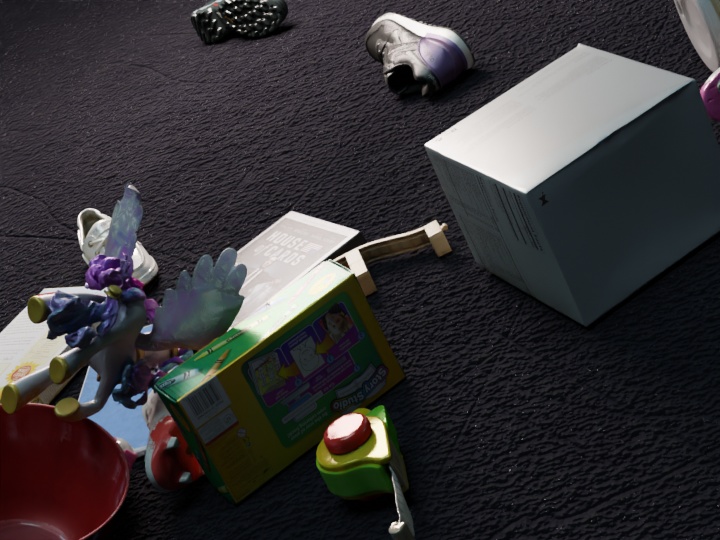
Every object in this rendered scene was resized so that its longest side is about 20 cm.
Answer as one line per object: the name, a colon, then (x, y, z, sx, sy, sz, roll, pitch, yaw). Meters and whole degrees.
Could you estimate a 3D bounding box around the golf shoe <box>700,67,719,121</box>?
golf shoe: (0.416, -0.203, 1.663, 0.199, 0.076, 0.092, -28, 11, -4)

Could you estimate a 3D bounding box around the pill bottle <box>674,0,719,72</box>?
pill bottle: (0.432, -0.296, 1.741, 0.199, 0.120, 0.120, -27, 26, 3)

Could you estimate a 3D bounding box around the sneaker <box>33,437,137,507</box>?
sneaker: (-0.302, 0.185, 1.599, 0.198, 0.089, 0.082, -12, 38, 29)

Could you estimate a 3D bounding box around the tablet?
tablet: (-0.234, 0.125, 1.717, 0.129, 0.014, 0.201, -18, 35, 21)

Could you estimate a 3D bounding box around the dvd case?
dvd case: (-0.106, 0.011, 1.810, 0.200, 0.025, 0.150, -40, 28, -20)

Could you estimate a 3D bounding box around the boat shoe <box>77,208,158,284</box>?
boat shoe: (-0.300, -0.026, 2.011, 0.070, 0.070, 0.200, -33, 27, -15)

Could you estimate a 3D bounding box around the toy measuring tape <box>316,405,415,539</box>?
toy measuring tape: (0.001, 0.172, 1.368, 0.073, 0.074, 0.200, -24, 26, 7)

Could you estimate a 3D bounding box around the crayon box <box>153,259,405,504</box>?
crayon box: (-0.069, 0.098, 1.510, 0.199, 0.119, 0.058, -35, 27, -17)

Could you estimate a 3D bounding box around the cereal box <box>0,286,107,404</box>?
cereal box: (-0.359, 0.091, 1.891, 0.143, 0.040, 0.200, -3, 35, 41)

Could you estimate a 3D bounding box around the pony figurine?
pony figurine: (-0.213, 0.044, 1.524, 0.166, 0.194, 0.199, 38, 33, 25)

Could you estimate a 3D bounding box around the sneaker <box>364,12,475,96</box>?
sneaker: (0.049, -0.264, 2.110, 0.088, 0.076, 0.199, -43, 29, -17)

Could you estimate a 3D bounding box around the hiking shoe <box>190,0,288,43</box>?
hiking shoe: (-0.174, -0.401, 2.565, 0.199, 0.075, 0.087, 2, 39, 46)

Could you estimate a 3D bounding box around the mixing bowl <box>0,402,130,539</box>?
mixing bowl: (-0.303, 0.220, 1.487, 0.198, 0.109, 0.201, 4, 35, -3)

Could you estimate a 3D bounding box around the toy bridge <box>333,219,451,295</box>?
toy bridge: (0.000, 0.000, 1.725, 0.199, 0.027, 0.067, -27, 25, 1)

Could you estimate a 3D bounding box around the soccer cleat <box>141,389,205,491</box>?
soccer cleat: (-0.173, 0.144, 1.583, 0.084, 0.069, 0.200, -10, 26, 20)

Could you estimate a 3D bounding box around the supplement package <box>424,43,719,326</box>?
supplement package: (0.201, -0.083, 1.545, 0.190, 0.148, 0.200, -33, 27, -12)
